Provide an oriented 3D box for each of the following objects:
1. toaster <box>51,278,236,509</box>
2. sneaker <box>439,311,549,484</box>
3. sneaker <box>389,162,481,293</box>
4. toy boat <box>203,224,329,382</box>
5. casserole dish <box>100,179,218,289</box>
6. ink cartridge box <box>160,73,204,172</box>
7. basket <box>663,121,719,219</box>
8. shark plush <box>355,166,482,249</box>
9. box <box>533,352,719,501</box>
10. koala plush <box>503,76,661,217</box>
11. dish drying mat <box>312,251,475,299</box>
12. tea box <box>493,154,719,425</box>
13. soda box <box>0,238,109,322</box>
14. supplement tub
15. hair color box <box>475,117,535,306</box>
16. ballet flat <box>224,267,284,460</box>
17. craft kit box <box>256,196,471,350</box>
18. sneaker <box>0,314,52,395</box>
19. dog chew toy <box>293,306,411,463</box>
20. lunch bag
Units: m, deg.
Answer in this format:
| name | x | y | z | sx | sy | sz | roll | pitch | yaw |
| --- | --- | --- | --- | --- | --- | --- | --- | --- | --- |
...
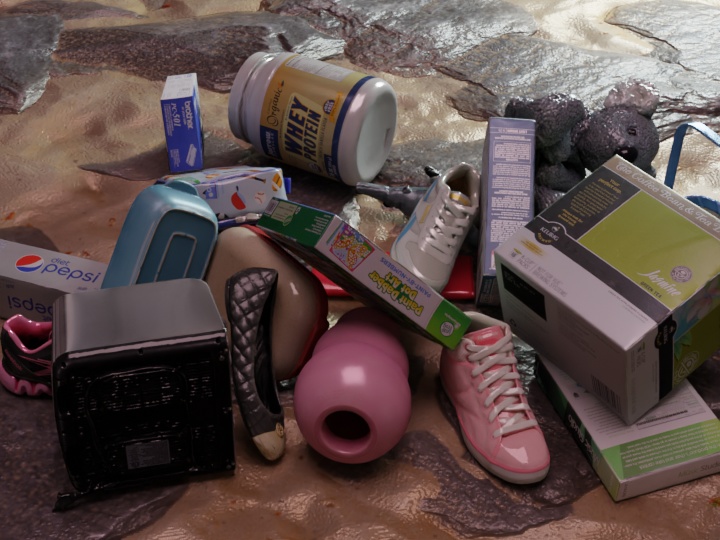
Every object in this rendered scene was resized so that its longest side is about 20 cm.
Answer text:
| name | x | y | z | sx | sy | sz | roll | pitch | yaw |
| --- | --- | --- | --- | --- | --- | --- | --- | --- | --- |
| toaster | -0.224 | 0.121 | 1.296 | 0.197 | 0.183 | 0.119 | -8 | 35 | -11 |
| sneaker | 0.139 | 0.124 | 1.356 | 0.074 | 0.106 | 0.201 | -11 | 41 | -18 |
| sneaker | 0.092 | -0.050 | 1.517 | 0.076 | 0.081 | 0.201 | 30 | 42 | -10 |
| toy boat | -0.095 | 0.034 | 1.471 | 0.130 | 0.132 | 0.199 | 5 | 26 | -49 |
| casserole dish | -0.220 | 0.001 | 1.431 | 0.039 | 0.203 | 0.120 | 25 | 6 | 42 |
| ink cartridge box | -0.232 | -0.196 | 1.695 | 0.043 | 0.096 | 0.200 | -7 | 18 | -4 |
| basket | 0.407 | -0.050 | 1.494 | 0.137 | 0.202 | 0.176 | -15 | 41 | -29 |
| shark plush | 0.097 | -0.102 | 1.648 | 0.197 | 0.084 | 0.091 | 14 | 41 | 16 |
| box | 0.291 | 0.149 | 1.384 | 0.142 | 0.037 | 0.201 | -12 | 39 | -15 |
| koala plush | 0.296 | -0.163 | 1.665 | 0.197 | 0.180 | 0.184 | -11 | 20 | -9 |
| dish drying mat | 0.039 | 0.006 | 1.567 | 0.196 | 0.018 | 0.077 | 2 | 40 | 0 |
| tea box | 0.281 | 0.016 | 1.382 | 0.196 | 0.135 | 0.200 | -36 | 50 | -17 |
| soda box | -0.348 | 0.025 | 1.495 | 0.197 | 0.069 | 0.064 | 12 | 40 | 14 |
| supplement tub | -0.064 | -0.207 | 1.726 | 0.198 | 0.146 | 0.145 | 19 | 42 | 22 |
| hair color box | 0.172 | -0.068 | 1.531 | 0.059 | 0.100 | 0.203 | 4 | 69 | 2 |
| ballet flat | -0.102 | 0.095 | 1.345 | 0.056 | 0.066 | 0.203 | -11 | 81 | 14 |
| craft kit box | 0.000 | 0.000 | 1.396 | 0.049 | 0.196 | 0.200 | -58 | 23 | -4 |
| sneaker | -0.301 | 0.091 | 1.395 | 0.196 | 0.097 | 0.080 | 6 | 37 | 4 |
| dog chew toy | -0.001 | 0.110 | 1.364 | 0.122 | 0.126 | 0.201 | 6 | 31 | 6 |
| lunch bag | -0.169 | -0.087 | 1.574 | 0.158 | 0.077 | 0.200 | -10 | 9 | -16 |
